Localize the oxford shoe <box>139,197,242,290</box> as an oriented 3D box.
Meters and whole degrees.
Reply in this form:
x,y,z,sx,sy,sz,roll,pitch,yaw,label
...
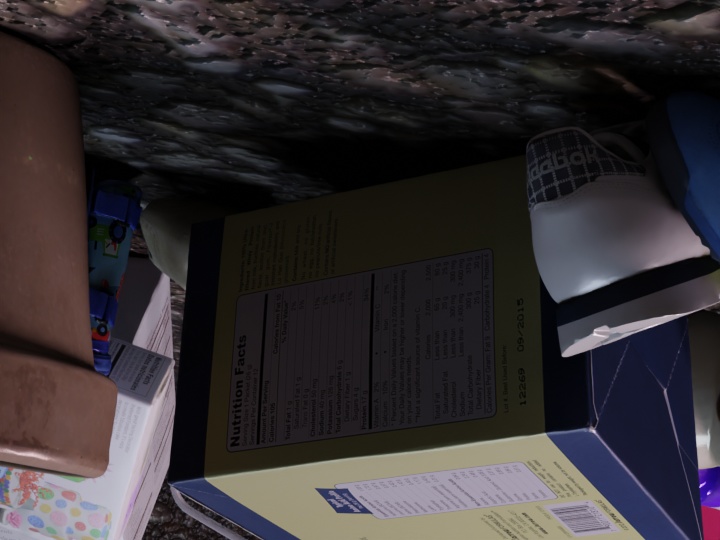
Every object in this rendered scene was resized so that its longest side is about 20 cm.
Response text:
x,y,z,sx,sy,sz,roll,pitch,yaw,label
-0.088,-0.013,0.907,0.074,0.071,0.200,34,172,5,oxford shoe

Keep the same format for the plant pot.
x,y,z,sx,sy,sz,roll,pitch,yaw,label
-0.191,-0.012,0.627,0.199,0.176,0.200,9,171,2,plant pot

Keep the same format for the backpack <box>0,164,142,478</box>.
x,y,z,sx,sy,sz,roll,pitch,yaw,label
-0.218,0.036,0.853,0.134,0.201,0.182,13,169,-22,backpack

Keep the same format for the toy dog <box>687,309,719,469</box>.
x,y,z,sx,sy,sz,roll,pitch,yaw,label
0.237,0.086,0.864,0.193,0.140,0.200,-9,-167,-42,toy dog

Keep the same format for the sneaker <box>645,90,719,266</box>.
x,y,z,sx,sy,sz,roll,pitch,yaw,label
0.189,0.000,0.526,0.078,0.200,0.066,-45,174,33,sneaker

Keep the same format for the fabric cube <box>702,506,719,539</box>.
x,y,z,sx,sy,sz,roll,pitch,yaw,label
0.252,0.195,1.336,0.198,0.201,0.196,8,170,-6,fabric cube

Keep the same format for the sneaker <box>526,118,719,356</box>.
x,y,z,sx,sy,sz,roll,pitch,yaw,label
0.124,-0.024,0.599,0.076,0.081,0.200,-25,175,25,sneaker

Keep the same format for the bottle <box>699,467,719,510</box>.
x,y,z,sx,sy,sz,roll,pitch,yaw,label
0.186,0.119,0.996,0.199,0.066,0.083,21,166,-34,bottle

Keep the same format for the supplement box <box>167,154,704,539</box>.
x,y,z,sx,sy,sz,roll,pitch,yaw,label
0.044,0.060,0.720,0.199,0.135,0.200,-10,151,23,supplement box

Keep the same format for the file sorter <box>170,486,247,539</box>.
x,y,z,sx,sy,sz,roll,pitch,yaw,label
-0.028,0.116,1.048,0.138,0.125,0.200,27,-165,11,file sorter

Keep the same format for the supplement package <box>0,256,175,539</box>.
x,y,z,sx,sy,sz,roll,pitch,yaw,label
-0.235,0.104,1.138,0.151,0.151,0.201,9,131,6,supplement package

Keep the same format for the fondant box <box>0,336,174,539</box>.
x,y,z,sx,sy,sz,roll,pitch,yaw,label
-0.240,0.097,0.995,0.199,0.145,0.058,20,-150,0,fondant box
